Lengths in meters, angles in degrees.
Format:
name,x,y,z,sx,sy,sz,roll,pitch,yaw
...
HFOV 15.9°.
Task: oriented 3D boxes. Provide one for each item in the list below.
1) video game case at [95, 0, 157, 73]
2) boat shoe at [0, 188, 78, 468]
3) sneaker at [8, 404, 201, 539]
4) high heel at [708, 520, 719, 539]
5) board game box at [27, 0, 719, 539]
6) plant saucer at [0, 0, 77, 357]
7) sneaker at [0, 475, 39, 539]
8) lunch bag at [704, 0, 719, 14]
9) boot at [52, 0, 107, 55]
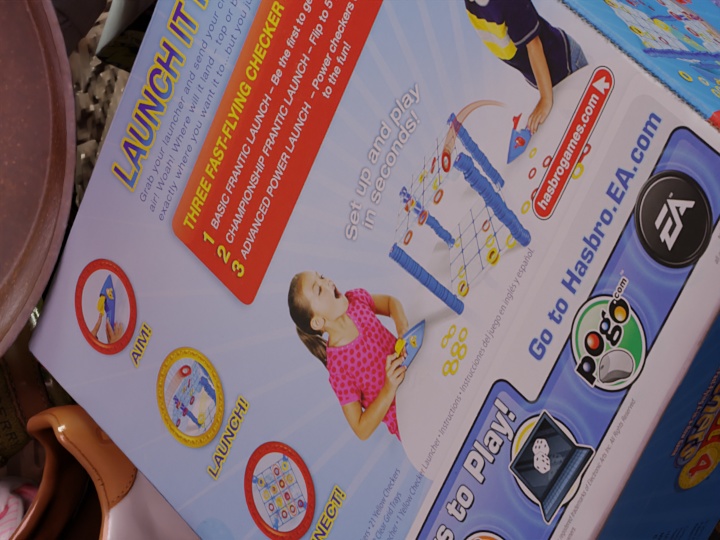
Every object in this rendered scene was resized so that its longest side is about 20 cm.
name,x,y,z,sx,sy,sz,roll,pitch,yaw
video game case,-0.029,-0.172,0.852,0.181,0.036,0.200,162,126,-72
boat shoe,-0.120,-0.003,0.866,0.068,0.072,0.200,-18,39,8
sneaker,-0.094,0.132,0.768,0.073,0.085,0.200,16,95,54
high heel,0.092,0.144,0.712,0.142,0.071,0.200,-32,69,8
board game box,0.016,-0.001,0.670,0.196,0.056,0.200,44,124,31
plant saucer,-0.170,-0.047,0.765,0.200,0.034,0.201,3,100,18
sneaker,-0.147,0.083,0.865,0.105,0.075,0.200,-42,65,15
lunch bag,0.120,-0.051,0.700,0.075,0.160,0.200,-16,80,6
boot,-0.161,-0.143,0.823,0.096,0.200,0.074,-52,14,-10
